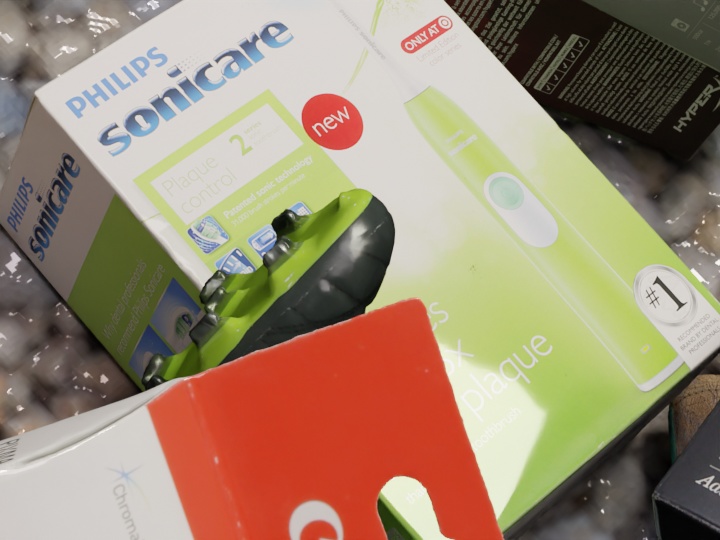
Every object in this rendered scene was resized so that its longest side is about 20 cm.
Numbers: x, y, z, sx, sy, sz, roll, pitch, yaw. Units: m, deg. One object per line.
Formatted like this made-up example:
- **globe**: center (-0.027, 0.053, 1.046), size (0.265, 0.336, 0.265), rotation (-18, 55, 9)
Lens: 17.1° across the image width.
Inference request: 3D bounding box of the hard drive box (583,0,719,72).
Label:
- **hard drive box**: center (0.108, -0.170, 0.837), size (0.199, 0.077, 0.156), rotation (26, 57, -5)

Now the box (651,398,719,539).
- **box**: center (0.220, 0.068, 0.719), size (0.200, 0.104, 0.182), rotation (28, 65, 27)

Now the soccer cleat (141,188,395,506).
- **soccer cleat**: center (-0.038, 0.066, 0.701), size (0.081, 0.200, 0.068), rotation (33, 17, -8)

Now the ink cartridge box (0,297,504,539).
- **ink cartridge box**: center (-0.053, 0.115, 0.645), size (0.199, 0.057, 0.163), rotation (-18, 104, 3)

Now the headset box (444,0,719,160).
- **headset box**: center (0.059, -0.151, 0.899), size (0.199, 0.075, 0.149), rotation (20, 58, -10)

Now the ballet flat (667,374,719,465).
- **ballet flat**: center (0.198, 0.048, 0.852), size (0.199, 0.068, 0.067), rotation (-5, 60, -24)

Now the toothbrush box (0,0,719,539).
- **toothbrush box**: center (0.000, 0.000, 0.792), size (0.145, 0.086, 0.200), rotation (-35, 78, -31)
